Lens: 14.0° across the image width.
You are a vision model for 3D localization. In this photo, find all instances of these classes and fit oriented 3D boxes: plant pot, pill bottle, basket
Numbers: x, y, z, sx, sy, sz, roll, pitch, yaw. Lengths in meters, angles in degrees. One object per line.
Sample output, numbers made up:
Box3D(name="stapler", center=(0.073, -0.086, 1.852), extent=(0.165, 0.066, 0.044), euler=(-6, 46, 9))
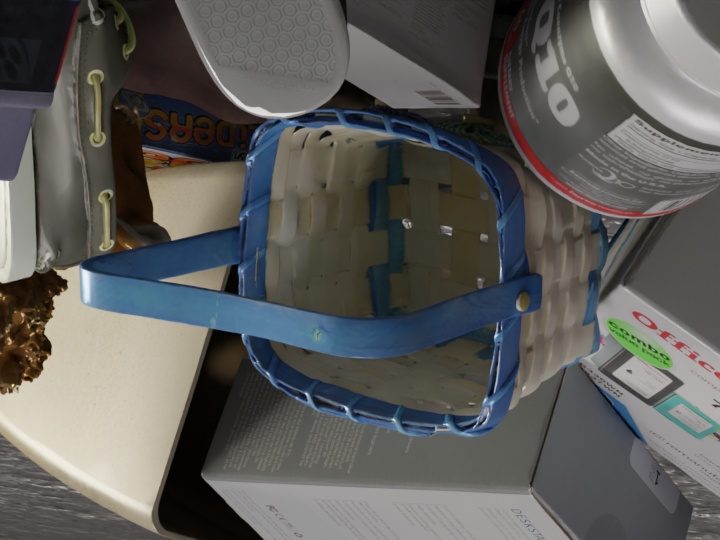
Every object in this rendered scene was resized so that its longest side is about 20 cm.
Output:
Box3D(name="plant pot", center=(-0.089, 0.049, 1.635), extent=(0.176, 0.201, 0.199), euler=(12, 172, 39))
Box3D(name="pill bottle", center=(0.132, -0.095, 1.161), extent=(0.113, 0.115, 0.200), euler=(12, 166, -10))
Box3D(name="basket", center=(0.000, 0.000, 1.279), extent=(0.176, 0.140, 0.200), euler=(12, -159, 37))

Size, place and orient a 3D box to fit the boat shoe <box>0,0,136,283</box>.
Box3D(name="boat shoe", center=(-0.133, -0.091, 1.285), extent=(0.060, 0.203, 0.072), euler=(-9, -148, -25))

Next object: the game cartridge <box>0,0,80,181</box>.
Box3D(name="game cartridge", center=(-0.147, -0.126, 1.017), extent=(0.129, 0.201, 0.038), euler=(3, -155, -36))

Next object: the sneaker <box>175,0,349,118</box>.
Box3D(name="sneaker", center=(-0.053, -0.159, 1.010), extent=(0.070, 0.201, 0.099), euler=(-16, -156, 4))

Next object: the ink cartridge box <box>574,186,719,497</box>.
Box3D(name="ink cartridge box", center=(0.196, 0.011, 1.402), extent=(0.146, 0.146, 0.200), euler=(35, 165, 1))

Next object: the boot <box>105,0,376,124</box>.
Box3D(name="boot", center=(-0.085, -0.113, 1.325), extent=(0.165, 0.073, 0.200), euler=(7, 165, 16))

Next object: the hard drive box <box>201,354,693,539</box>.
Box3D(name="hard drive box", center=(0.045, 0.115, 1.508), extent=(0.199, 0.077, 0.156), euler=(0, 148, 33))

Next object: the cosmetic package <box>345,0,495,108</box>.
Box3D(name="cosmetic package", center=(-0.016, -0.134, 1.171), extent=(0.050, 0.083, 0.200), euler=(3, 165, 35))

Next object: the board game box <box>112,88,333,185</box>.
Box3D(name="board game box", center=(-0.124, -0.069, 1.619), extent=(0.199, 0.035, 0.135), euler=(12, 167, -14))

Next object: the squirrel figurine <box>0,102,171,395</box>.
Box3D(name="squirrel figurine", center=(-0.190, -0.032, 1.461), extent=(0.141, 0.201, 0.186), euler=(-9, 149, 42))

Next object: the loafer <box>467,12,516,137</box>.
Box3D(name="loafer", center=(0.088, -0.069, 1.398), extent=(0.075, 0.070, 0.200), euler=(6, 167, 12))
